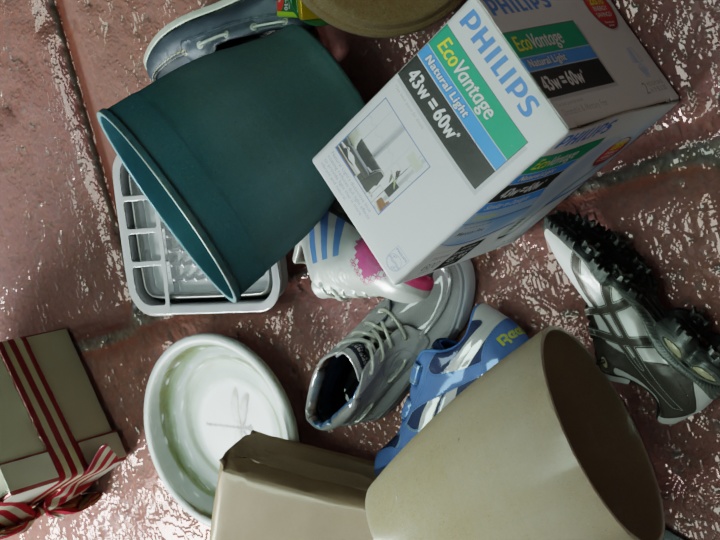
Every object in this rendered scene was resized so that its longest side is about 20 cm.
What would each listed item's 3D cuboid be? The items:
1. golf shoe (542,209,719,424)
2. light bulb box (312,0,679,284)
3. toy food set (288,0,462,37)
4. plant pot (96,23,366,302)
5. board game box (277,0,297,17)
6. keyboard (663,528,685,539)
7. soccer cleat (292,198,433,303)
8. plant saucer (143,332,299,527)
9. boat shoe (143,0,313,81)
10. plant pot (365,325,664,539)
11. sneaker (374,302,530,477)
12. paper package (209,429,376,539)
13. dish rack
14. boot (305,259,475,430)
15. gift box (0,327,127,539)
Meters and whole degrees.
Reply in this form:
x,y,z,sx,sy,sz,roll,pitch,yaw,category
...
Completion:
x,y,z,sx,sy,sz,roll,pitch,yaw,category
0.205,0.039,1.209,0.200,0.078,0.095,48,123,20,golf shoe
0.107,-0.110,1.174,0.200,0.198,0.125,-42,76,36,light bulb box
0.015,-0.290,1.226,0.049,0.197,0.201,-140,44,-68,toy food set
-0.095,-0.109,1.311,0.188,0.200,0.200,-37,72,-10,plant pot
-0.022,-0.319,1.287,0.047,0.101,0.201,9,105,34,board game box
0.297,0.300,1.218,0.199,0.040,0.105,30,115,29,keyboard
0.000,0.000,1.323,0.087,0.070,0.200,-64,31,11,soccer cleat
-0.128,0.157,1.497,0.199,0.050,0.201,8,104,35,plant saucer
-0.122,-0.209,1.404,0.199,0.075,0.062,-22,70,29,boat shoe
0.111,0.173,1.208,0.199,0.187,0.188,-30,81,22,plant pot
0.076,0.109,1.324,0.200,0.074,0.082,-45,73,25,sneaker
-0.043,0.272,1.390,0.190,0.103,0.201,13,107,10,paper package
-0.151,-0.044,1.477,0.199,0.043,0.173,-2,97,37,dish rack
0.024,0.066,1.336,0.074,0.095,0.201,42,121,22,boot
-0.373,0.183,1.603,0.200,0.184,0.188,-35,76,42,gift box
